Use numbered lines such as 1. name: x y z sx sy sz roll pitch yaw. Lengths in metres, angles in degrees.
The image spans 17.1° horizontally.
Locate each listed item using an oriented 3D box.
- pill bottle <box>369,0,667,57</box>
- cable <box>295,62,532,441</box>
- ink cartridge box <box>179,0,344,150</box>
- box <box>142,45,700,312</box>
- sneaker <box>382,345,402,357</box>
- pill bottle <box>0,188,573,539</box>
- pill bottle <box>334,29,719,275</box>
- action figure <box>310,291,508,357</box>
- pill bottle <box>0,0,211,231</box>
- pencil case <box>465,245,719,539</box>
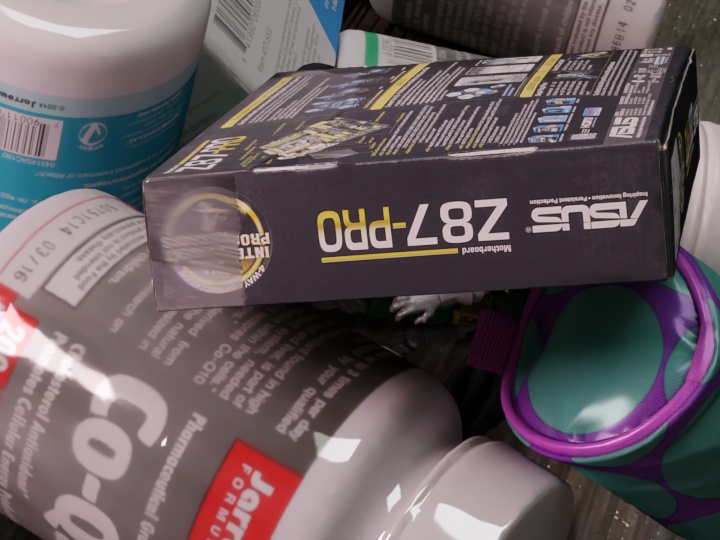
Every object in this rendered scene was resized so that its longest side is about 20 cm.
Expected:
1. pill bottle: 0.070 -0.175 1.287 0.199 0.114 0.114 18 33 5
2. cable: 0.000 0.000 0.912 0.163 0.051 0.200 43 65 14
3. ink cartridge box: -0.100 -0.140 1.016 0.200 0.086 0.147 43 34 -28
4. box: 0.029 -0.036 0.797 0.160 0.049 0.200 -2 13 10
5. sneaker: 0.032 0.086 0.928 0.071 0.073 0.200 -2 36 -22
6. pill bottle: -0.038 0.065 0.796 0.199 0.114 0.114 28 35 20
7. pill bottle: 0.075 -0.035 1.083 0.199 0.114 0.113 12 33 -6
8. action figure: 0.025 0.005 0.998 0.199 0.118 0.055 7 73 0
9. pill bottle: -0.128 -0.045 0.930 0.110 0.201 0.111 10 42 -9
10. pencil case: 0.128 0.061 0.833 0.092 0.085 0.200 8 -19 40
